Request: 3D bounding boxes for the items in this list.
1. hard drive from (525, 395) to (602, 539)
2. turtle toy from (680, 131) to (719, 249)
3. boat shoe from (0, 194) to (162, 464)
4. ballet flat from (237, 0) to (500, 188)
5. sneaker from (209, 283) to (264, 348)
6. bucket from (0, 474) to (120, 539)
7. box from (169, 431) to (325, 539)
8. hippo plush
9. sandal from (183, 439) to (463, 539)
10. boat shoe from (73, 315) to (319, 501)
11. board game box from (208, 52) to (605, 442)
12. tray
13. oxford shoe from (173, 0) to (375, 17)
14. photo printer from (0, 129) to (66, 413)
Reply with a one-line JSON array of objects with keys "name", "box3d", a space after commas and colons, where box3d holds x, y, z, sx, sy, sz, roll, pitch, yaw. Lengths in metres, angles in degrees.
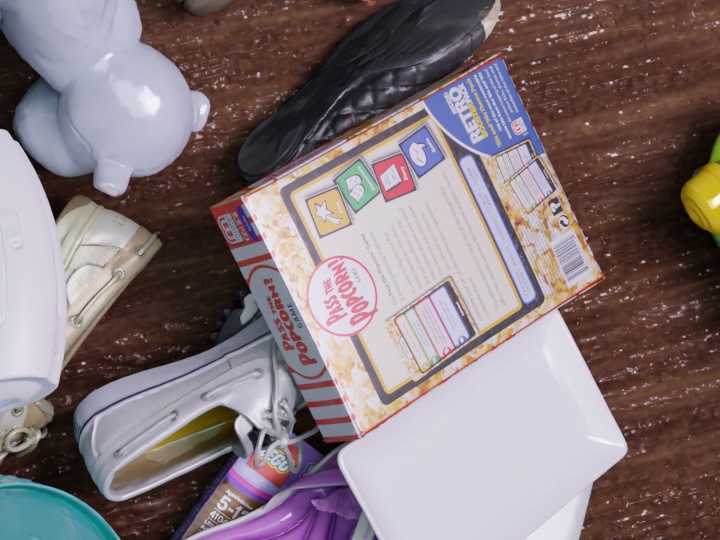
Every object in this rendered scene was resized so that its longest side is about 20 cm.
[{"name": "hard drive", "box3d": [0.067, 0.162, 1.157, 0.131, 0.026, 0.202, 22, 70, -13]}, {"name": "turtle toy", "box3d": [0.284, -0.027, 1.181, 0.145, 0.101, 0.201, -36, 96, -7]}, {"name": "boat shoe", "box3d": [-0.188, 0.056, 1.129, 0.063, 0.073, 0.202, 26, 80, -3]}, {"name": "ballet flat", "box3d": [0.006, -0.108, 1.171, 0.200, 0.066, 0.057, -40, 137, -5]}, {"name": "sneaker", "box3d": [0.000, 0.000, 1.157, 0.200, 0.066, 0.091, -42, 94, -8]}, {"name": "bucket", "box3d": [-0.213, 0.222, 1.067, 0.205, 0.135, 0.209, -6, 115, -12]}, {"name": "box", "box3d": [-0.020, 0.201, 1.171, 0.199, 0.039, 0.137, 37, 84, -7]}, {"name": "hippo plush", "box3d": [-0.148, -0.140, 1.097, 0.160, 0.199, 0.161, -52, 121, -36]}, {"name": "sandal", "box3d": [-0.025, 0.153, 1.100, 0.202, 0.050, 0.083, -30, 75, -11]}, {"name": "boat shoe", "box3d": [-0.064, 0.083, 1.103, 0.200, 0.086, 0.075, -20, 138, -8]}, {"name": "board game box", "box3d": [0.031, -0.016, 1.101, 0.199, 0.046, 0.152, -30, 98, -29]}, {"name": "tray", "box3d": [0.071, 0.109, 1.120, 0.199, 0.022, 0.108, -32, 98, -38]}, {"name": "oxford shoe", "box3d": [-0.017, -0.190, 1.150, 0.199, 0.070, 0.075, -26, 100, -6]}, {"name": "photo printer", "box3d": [-0.264, 0.014, 1.075, 0.198, 0.069, 0.168, -16, 70, 7]}]
